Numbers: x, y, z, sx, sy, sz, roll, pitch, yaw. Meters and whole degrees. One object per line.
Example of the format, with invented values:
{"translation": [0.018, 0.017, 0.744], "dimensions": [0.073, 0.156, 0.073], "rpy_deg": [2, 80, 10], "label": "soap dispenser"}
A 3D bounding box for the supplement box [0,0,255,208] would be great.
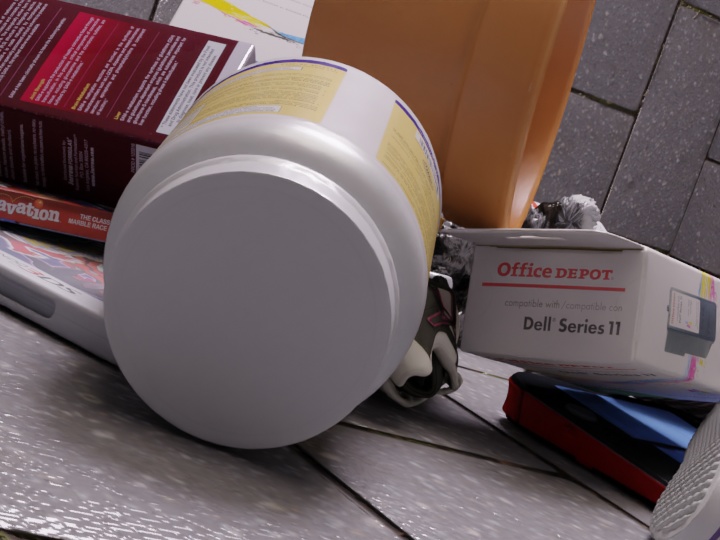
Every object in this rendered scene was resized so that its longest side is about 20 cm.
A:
{"translation": [-0.172, -0.101, 1.064], "dimensions": [0.199, 0.061, 0.109], "rpy_deg": [15, 44, 9], "label": "supplement box"}

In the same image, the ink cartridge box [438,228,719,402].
{"translation": [0.138, 0.028, 1.047], "dimensions": [0.117, 0.068, 0.200], "rpy_deg": [2, -11, 38], "label": "ink cartridge box"}

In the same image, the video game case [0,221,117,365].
{"translation": [-0.131, 0.012, 0.983], "dimensions": [0.182, 0.023, 0.200], "rpy_deg": [24, 7, 30], "label": "video game case"}

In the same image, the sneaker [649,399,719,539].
{"translation": [0.221, 0.124, 0.951], "dimensions": [0.114, 0.073, 0.200], "rpy_deg": [42, 23, 8], "label": "sneaker"}

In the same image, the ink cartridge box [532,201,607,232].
{"translation": [0.120, -0.004, 1.496], "dimensions": [0.200, 0.109, 0.050], "rpy_deg": [12, 41, -52], "label": "ink cartridge box"}

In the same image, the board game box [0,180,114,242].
{"translation": [-0.210, -0.044, 1.088], "dimensions": [0.103, 0.020, 0.200], "rpy_deg": [11, 3, -23], "label": "board game box"}

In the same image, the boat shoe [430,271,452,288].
{"translation": [0.000, 0.000, 1.287], "dimensions": [0.072, 0.069, 0.200], "rpy_deg": [17, 7, -28], "label": "boat shoe"}

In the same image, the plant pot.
{"translation": [0.051, -0.130, 1.063], "dimensions": [0.139, 0.201, 0.200], "rpy_deg": [17, 6, 10], "label": "plant pot"}

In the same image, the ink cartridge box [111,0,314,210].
{"translation": [-0.075, -0.096, 1.230], "dimensions": [0.144, 0.148, 0.200], "rpy_deg": [20, 29, -4], "label": "ink cartridge box"}

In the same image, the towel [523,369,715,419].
{"translation": [0.217, 0.059, 1.264], "dimensions": [0.165, 0.086, 0.200], "rpy_deg": [11, -9, -15], "label": "towel"}

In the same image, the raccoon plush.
{"translation": [0.069, -0.016, 1.410], "dimensions": [0.199, 0.097, 0.134], "rpy_deg": [-12, 26, -35], "label": "raccoon plush"}

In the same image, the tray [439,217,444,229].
{"translation": [-0.019, -0.016, 1.095], "dimensions": [0.037, 0.099, 0.200], "rpy_deg": [27, 0, 28], "label": "tray"}

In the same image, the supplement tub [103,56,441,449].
{"translation": [-0.038, -0.012, 0.851], "dimensions": [0.145, 0.146, 0.200], "rpy_deg": [20, 19, -1], "label": "supplement tub"}

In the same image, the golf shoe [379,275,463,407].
{"translation": [0.022, 0.044, 1.051], "dimensions": [0.088, 0.077, 0.200], "rpy_deg": [67, 7, 18], "label": "golf shoe"}

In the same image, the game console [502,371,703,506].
{"translation": [0.198, 0.116, 1.113], "dimensions": [0.199, 0.031, 0.177], "rpy_deg": [14, 9, -41], "label": "game console"}
